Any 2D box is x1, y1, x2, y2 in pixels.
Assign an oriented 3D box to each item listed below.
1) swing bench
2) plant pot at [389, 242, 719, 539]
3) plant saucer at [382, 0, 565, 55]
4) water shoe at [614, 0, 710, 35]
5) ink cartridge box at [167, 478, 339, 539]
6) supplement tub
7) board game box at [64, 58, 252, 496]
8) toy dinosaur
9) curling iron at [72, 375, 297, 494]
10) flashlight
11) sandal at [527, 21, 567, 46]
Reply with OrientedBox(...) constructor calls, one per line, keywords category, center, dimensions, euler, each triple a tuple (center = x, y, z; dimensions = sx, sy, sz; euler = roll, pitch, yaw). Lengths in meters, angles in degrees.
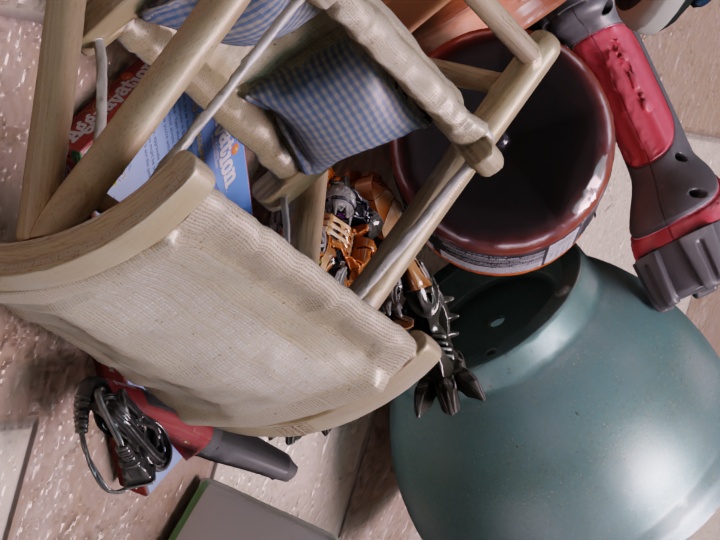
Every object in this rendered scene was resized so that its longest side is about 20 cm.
OrientedBox(category="swing bench", center=(-0.043, -0.048, 0.844), dimensions=(0.199, 0.129, 0.201), euler=(36, 72, -57))
OrientedBox(category="plant pot", center=(0.095, 0.065, 1.203), dimensions=(0.201, 0.199, 0.135), euler=(-51, 122, -34))
OrientedBox(category="plant saucer", center=(0.067, -0.141, 1.034), dimensions=(0.200, 0.032, 0.200), euler=(-33, 175, -3))
OrientedBox(category="water shoe", center=(0.196, -0.176, 1.127), dimensions=(0.071, 0.079, 0.200), euler=(-37, -164, 50))
OrientedBox(category="ink cartridge box", center=(-0.052, 0.218, 1.111), dimensions=(0.146, 0.087, 0.200), euler=(-60, 155, -21))
OrientedBox(category="supplement tub", center=(0.069, -0.053, 1.098), dimensions=(0.200, 0.106, 0.108), euler=(51, 61, -85))
OrientedBox(category="board game box", center=(-0.082, -0.005, 0.964), dimensions=(0.103, 0.019, 0.201), euler=(-47, 146, -37))
OrientedBox(category="toy dinosaur", center=(0.000, 0.000, 1.044), dimensions=(0.200, 0.102, 0.137), euler=(-33, 112, -52))
OrientedBox(category="curling iron", center=(-0.075, 0.079, 0.983), dimensions=(0.200, 0.025, 0.050), euler=(26, 48, -68))
OrientedBox(category="flashlight", center=(0.142, -0.080, 1.162), dimensions=(0.068, 0.201, 0.068), euler=(-22, 174, -25))
OrientedBox(category="sandal", center=(0.117, -0.140, 1.235), dimensions=(0.201, 0.043, 0.076), euler=(-65, 154, -10))
